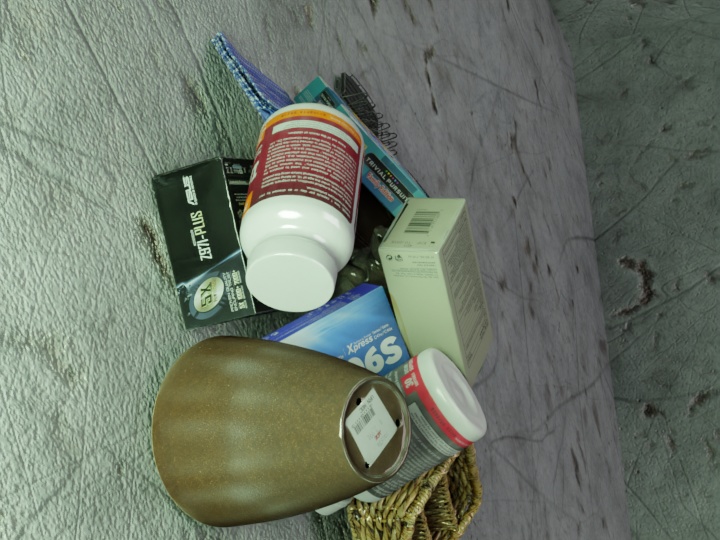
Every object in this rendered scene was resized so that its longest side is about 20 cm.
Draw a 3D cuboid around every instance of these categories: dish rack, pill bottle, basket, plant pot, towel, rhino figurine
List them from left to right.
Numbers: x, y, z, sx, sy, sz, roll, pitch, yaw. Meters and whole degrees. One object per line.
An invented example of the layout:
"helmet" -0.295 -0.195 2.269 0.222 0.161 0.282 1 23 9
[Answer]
"towel" -0.093 -0.193 1.349 0.145 0.024 0.200 37 14 -44
"plant pot" -0.058 0.147 1.069 0.187 0.200 0.187 9 78 -46
"pill bottle" -0.058 -0.063 1.151 0.113 0.113 0.200 57 29 -42
"rhino figurine" 0.000 0.000 1.362 0.087 0.200 0.060 24 46 -27
"dish rack" 0.014 -0.198 1.744 0.153 0.055 0.200 49 34 -52
"pill bottle" 0.025 0.178 1.238 0.111 0.200 0.111 51 15 -19
"basket" 0.071 0.297 1.401 0.200 0.149 0.143 77 13 -52

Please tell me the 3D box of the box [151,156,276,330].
"box" -0.123 -0.032 1.244 0.200 0.086 0.164 -11 88 -69

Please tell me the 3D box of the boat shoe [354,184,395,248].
"boat shoe" -0.010 -0.084 1.474 0.202 0.075 0.075 48 -15 32

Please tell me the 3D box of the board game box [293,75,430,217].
"board game box" 0.014 -0.136 1.432 0.200 0.047 0.151 44 8 -32

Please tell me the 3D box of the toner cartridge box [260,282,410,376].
"toner cartridge box" -0.050 0.099 1.239 0.200 0.043 0.095 -29 107 -23

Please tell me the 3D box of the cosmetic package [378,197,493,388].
"cosmetic package" 0.087 0.028 1.282 0.105 0.071 0.200 -58 143 -46

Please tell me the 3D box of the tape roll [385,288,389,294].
"tape roll" 0.064 0.083 1.496 0.048 0.200 0.201 -74 145 -51

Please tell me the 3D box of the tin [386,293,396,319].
"tin" 0.047 0.120 1.406 0.042 0.112 0.200 -136 -131 -62
